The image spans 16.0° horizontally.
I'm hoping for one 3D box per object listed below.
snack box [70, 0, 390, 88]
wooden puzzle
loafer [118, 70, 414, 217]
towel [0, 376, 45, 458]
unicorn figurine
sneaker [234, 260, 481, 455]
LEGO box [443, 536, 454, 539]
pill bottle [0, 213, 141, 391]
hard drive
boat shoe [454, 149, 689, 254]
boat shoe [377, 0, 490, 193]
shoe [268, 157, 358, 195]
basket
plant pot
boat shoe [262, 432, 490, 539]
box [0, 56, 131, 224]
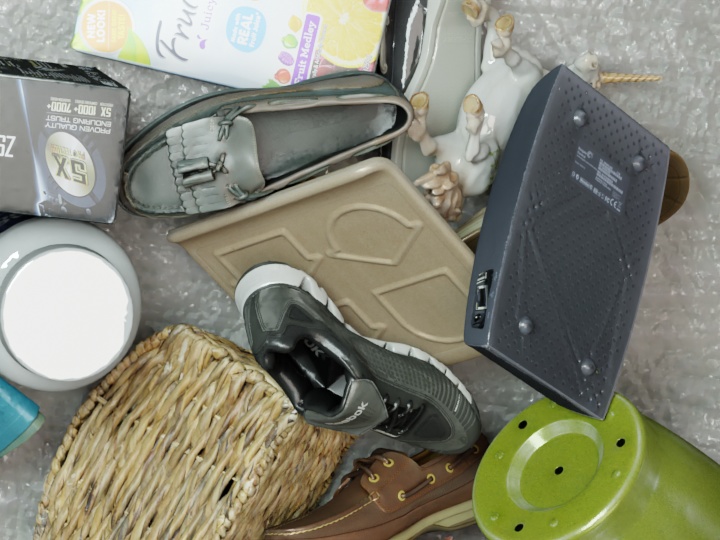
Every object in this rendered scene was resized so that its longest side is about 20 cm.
[{"bbox_3d":[-0.078,-0.192,1.697,0.199,0.053,0.143,13,94,-1],"label":"snack box"},{"bbox_3d":[0.000,0.000,1.699,0.200,0.185,0.046,44,45,-33],"label":"wooden puzzle"},{"bbox_3d":[-0.061,-0.082,1.629,0.199,0.063,0.072,-19,105,-17],"label":"loafer"},{"bbox_3d":[-0.315,0.062,1.676,0.200,0.022,0.147,43,133,-13],"label":"towel"},{"bbox_3d":[0.098,-0.115,1.728,0.200,0.074,0.137,-46,145,-11],"label":"unicorn figurine"},{"bbox_3d":[-0.002,0.078,1.677,0.200,0.091,0.066,35,118,-24],"label":"sneaker"},{"bbox_3d":[0.017,0.297,1.757,0.200,0.077,0.149,-30,104,23],"label":"LEGO box"},{"bbox_3d":[-0.200,0.017,1.643,0.110,0.200,0.112,-1,96,-14],"label":"pill bottle"},{"bbox_3d":[0.133,-0.017,1.670,0.135,0.042,0.201,32,64,-38],"label":"hard drive"},{"bbox_3d":[0.129,-0.036,1.770,0.199,0.065,0.072,-27,122,-15],"label":"boat shoe"},{"bbox_3d":[0.040,-0.144,1.745,0.074,0.060,0.201,-4,106,-46],"label":"boat shoe"},{"bbox_3d":[-0.013,-0.040,1.752,0.200,0.070,0.053,46,61,-19],"label":"shoe"},{"bbox_3d":[-0.121,0.145,1.755,0.142,0.149,0.200,32,92,18],"label":"basket"},{"bbox_3d":[0.175,0.184,1.720,0.200,0.200,0.193,-43,127,-3],"label":"plant pot"},{"bbox_3d":[0.013,0.156,1.761,0.200,0.072,0.068,-15,95,-35],"label":"boat shoe"},{"bbox_3d":[-0.239,-0.090,1.621,0.163,0.200,0.087,6,97,-13],"label":"box"}]
